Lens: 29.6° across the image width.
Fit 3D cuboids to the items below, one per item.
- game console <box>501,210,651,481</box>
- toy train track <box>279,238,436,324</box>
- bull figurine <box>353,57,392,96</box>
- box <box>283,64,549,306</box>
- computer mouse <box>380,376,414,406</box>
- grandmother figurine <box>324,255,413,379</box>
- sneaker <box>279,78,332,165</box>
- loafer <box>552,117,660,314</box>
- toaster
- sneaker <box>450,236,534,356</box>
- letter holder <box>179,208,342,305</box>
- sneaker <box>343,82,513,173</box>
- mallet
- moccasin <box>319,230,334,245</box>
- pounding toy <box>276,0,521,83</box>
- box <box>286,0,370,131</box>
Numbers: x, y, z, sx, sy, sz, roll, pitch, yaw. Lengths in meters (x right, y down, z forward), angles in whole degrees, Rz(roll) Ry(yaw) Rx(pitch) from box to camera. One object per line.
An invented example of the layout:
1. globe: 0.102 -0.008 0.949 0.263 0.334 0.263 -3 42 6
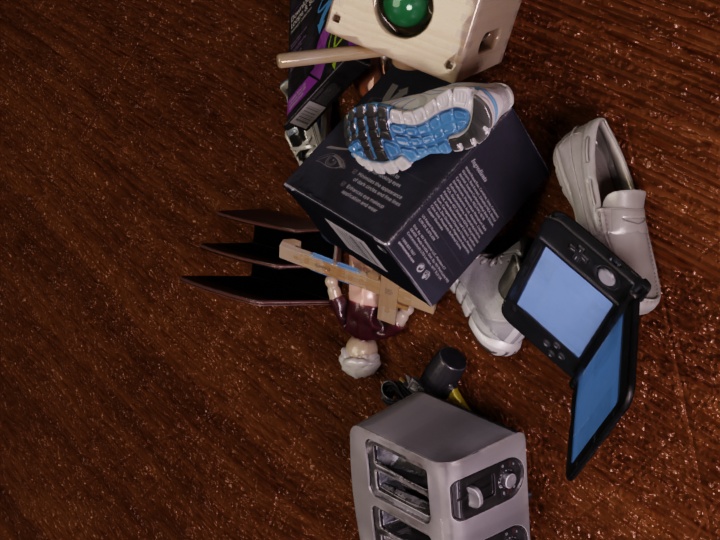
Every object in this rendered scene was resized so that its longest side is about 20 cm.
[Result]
1. game console: 0.195 0.075 1.314 0.176 0.116 0.201 42 151 14
2. toy train track: 0.000 0.000 1.608 0.198 0.033 0.115 20 142 12
3. bull figurine: 0.009 -0.266 1.634 0.200 0.065 0.122 53 129 51
4. box: 0.060 -0.099 1.469 0.200 0.118 0.196 -48 42 -9
5. computer mouse: 0.040 0.233 1.646 0.109 0.044 0.202 36 119 45
6. grandmother figurine: 0.012 0.039 1.666 0.121 0.060 0.202 22 112 35
7. sneaker: -0.063 -0.153 1.743 0.072 0.072 0.202 -23 74 49
8. loafer: 0.249 -0.055 1.336 0.070 0.069 0.202 -42 61 47
9. toaster: 0.084 0.241 1.492 0.199 0.118 0.183 20 121 47
10. sneaker: 0.141 -0.017 1.489 0.116 0.075 0.201 -50 64 35
11. letter holder: -0.138 -0.019 1.788 0.199 0.141 0.102 15 103 52
12. sneaker: 0.071 -0.150 1.382 0.199 0.086 0.076 -5 109 40
13. mallet: 0.127 0.184 1.539 0.066 0.041 0.201 -52 56 41
14. moccasin: 0.003 -0.117 1.622 0.068 0.080 0.201 7 62 47
15. pounding toy: 0.046 -0.265 1.435 0.183 0.200 0.143 24 115 16
16. box: -0.040 -0.288 1.631 0.143 0.036 0.202 -41 39 45
